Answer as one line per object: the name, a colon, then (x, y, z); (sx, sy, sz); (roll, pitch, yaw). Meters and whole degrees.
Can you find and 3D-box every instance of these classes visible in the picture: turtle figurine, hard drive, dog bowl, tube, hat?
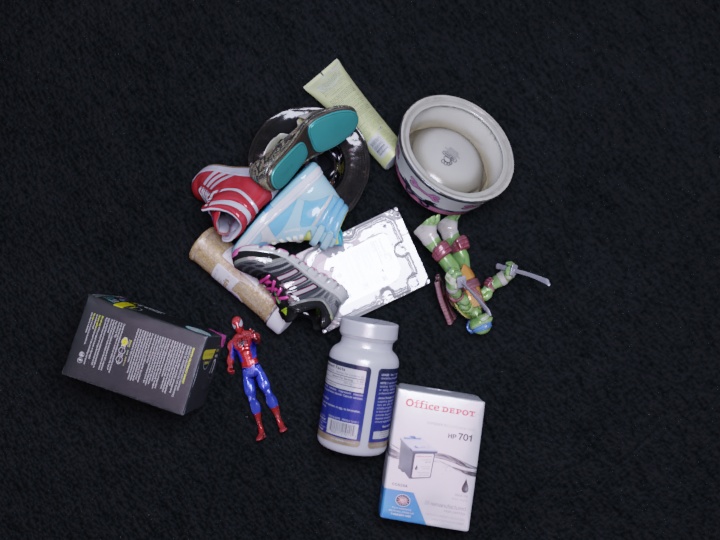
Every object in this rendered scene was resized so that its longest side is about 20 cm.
turtle figurine: (0.183, -0.011, 1.249); (0.142, 0.200, 0.196); (-26, 77, -16)
hard drive: (0.000, 0.000, 1.313); (0.197, 0.038, 0.142); (-24, 86, -1)
dog bowl: (0.142, -0.178, 1.268); (0.196, 0.074, 0.204); (9, 61, -16)
tube: (-0.004, -0.260, 1.328); (0.200, 0.058, 0.052); (49, 133, 7)
hat: (-0.083, -0.178, 1.299); (0.196, 0.081, 0.205); (0, 107, -1)

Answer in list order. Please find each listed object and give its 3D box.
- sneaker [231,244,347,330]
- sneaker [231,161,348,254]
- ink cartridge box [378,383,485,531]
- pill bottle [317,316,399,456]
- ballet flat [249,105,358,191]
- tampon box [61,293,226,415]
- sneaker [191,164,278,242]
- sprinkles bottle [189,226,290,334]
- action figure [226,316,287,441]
sneaker: (-0.114, 0.031, 1.225); (0.198, 0.073, 0.089); (28, 63, -22)
sneaker: (-0.102, -0.057, 1.252); (0.200, 0.080, 0.131); (-42, 102, 14)
ink cartridge box: (0.112, 0.295, 1.267); (0.143, 0.086, 0.204); (8, 88, 2)
pill bottle: (0.000, 0.179, 1.253); (0.113, 0.116, 0.204); (9, 92, 2)
ballet flat: (-0.093, -0.197, 1.205); (0.075, 0.068, 0.200); (28, 60, 36)
tampon box: (-0.334, 0.130, 1.254); (0.197, 0.150, 0.129); (19, 87, 2)
sneaker: (-0.226, -0.106, 1.250); (0.113, 0.198, 0.072); (-55, 127, -29)
sprinkles bottle: (-0.187, 0.016, 1.300); (0.199, 0.068, 0.069); (40, 88, 4)
action figure: (-0.175, 0.170, 1.278); (0.064, 0.099, 0.203); (-19, 83, -1)
